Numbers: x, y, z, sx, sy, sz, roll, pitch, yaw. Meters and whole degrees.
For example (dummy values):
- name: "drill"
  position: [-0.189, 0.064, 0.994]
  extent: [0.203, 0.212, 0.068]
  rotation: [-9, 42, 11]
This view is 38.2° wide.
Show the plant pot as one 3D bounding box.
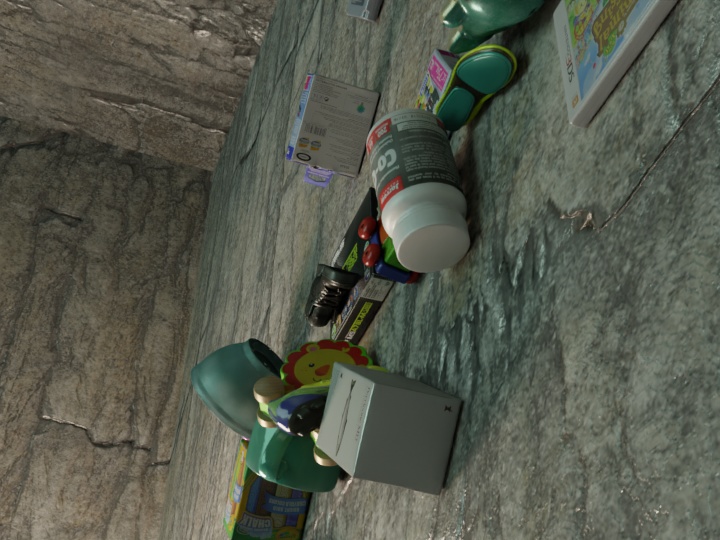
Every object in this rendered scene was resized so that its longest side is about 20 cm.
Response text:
- name: "plant pot"
  position: [-0.228, 0.225, 2.126]
  extent: [0.134, 0.200, 0.201]
  rotation: [-44, 23, 10]

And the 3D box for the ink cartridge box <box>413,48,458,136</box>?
- name: "ink cartridge box"
  position: [0.102, -0.216, 1.546]
  extent: [0.120, 0.042, 0.201]
  rotation: [-106, 32, -62]

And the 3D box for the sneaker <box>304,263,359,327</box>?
- name: "sneaker"
  position: [-0.052, 0.046, 1.676]
  extent: [0.200, 0.060, 0.105]
  rotation: [-163, 87, -78]

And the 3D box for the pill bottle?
- name: "pill bottle"
  position: [0.077, -0.105, 1.369]
  extent: [0.114, 0.113, 0.201]
  rotation: [119, 149, -45]

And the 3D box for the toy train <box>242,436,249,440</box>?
- name: "toy train"
  position: [-0.220, 0.415, 2.152]
  extent: [0.151, 0.055, 0.201]
  rotation: [102, 169, -57]

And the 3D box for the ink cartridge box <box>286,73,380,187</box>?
- name: "ink cartridge box"
  position: [-0.059, -0.259, 1.976]
  extent: [0.076, 0.135, 0.202]
  rotation: [-142, 67, -75]

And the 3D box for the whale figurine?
- name: "whale figurine"
  position: [0.169, -0.332, 1.287]
  extent: [0.159, 0.104, 0.200]
  rotation: [-35, -15, -23]

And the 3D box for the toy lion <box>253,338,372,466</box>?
- name: "toy lion"
  position: [-0.048, 0.179, 1.550]
  extent: [0.199, 0.191, 0.069]
  rotation: [26, 135, 38]

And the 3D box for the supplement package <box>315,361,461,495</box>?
- name: "supplement package"
  position: [0.030, 0.192, 1.303]
  extent: [0.200, 0.116, 0.118]
  rotation: [-174, 98, -74]

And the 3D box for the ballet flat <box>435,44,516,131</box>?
- name: "ballet flat"
  position: [0.152, -0.254, 1.361]
  extent: [0.067, 0.067, 0.200]
  rotation: [-62, 6, -26]

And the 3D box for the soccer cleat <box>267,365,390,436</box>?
- name: "soccer cleat"
  position: [-0.041, 0.170, 1.449]
  extent: [0.083, 0.199, 0.065]
  rotation: [23, 121, 42]

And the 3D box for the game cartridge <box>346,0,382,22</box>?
- name: "game cartridge"
  position: [0.019, -0.592, 2.179]
  extent: [0.200, 0.041, 0.134]
  rotation: [-125, 54, -70]

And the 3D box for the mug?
- name: "mug"
  position: [-0.090, 0.265, 1.610]
  extent: [0.185, 0.151, 0.115]
  rotation: [-150, 76, -72]

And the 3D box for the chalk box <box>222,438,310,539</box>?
- name: "chalk box"
  position: [-0.166, 0.411, 1.810]
  extent: [0.124, 0.123, 0.202]
  rotation: [-177, 101, -75]

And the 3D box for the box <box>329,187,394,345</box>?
- name: "box"
  position: [0.000, 0.000, 1.713]
  extent: [0.200, 0.047, 0.194]
  rotation: [120, 155, -45]

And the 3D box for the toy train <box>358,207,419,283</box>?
- name: "toy train"
  position: [0.058, -0.082, 1.522]
  extent: [0.116, 0.084, 0.201]
  rotation: [-56, 23, 28]

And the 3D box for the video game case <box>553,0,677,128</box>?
- name: "video game case"
  position: [0.259, -0.277, 1.060]
  extent: [0.200, 0.022, 0.183]
  rotation: [121, 157, -48]
